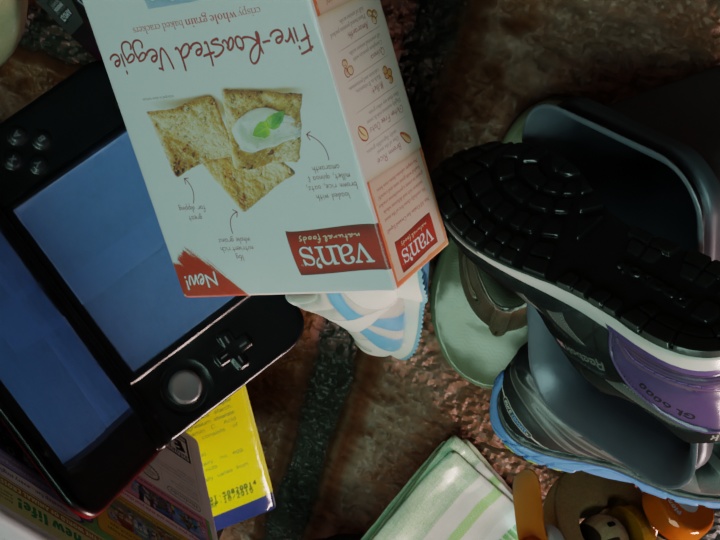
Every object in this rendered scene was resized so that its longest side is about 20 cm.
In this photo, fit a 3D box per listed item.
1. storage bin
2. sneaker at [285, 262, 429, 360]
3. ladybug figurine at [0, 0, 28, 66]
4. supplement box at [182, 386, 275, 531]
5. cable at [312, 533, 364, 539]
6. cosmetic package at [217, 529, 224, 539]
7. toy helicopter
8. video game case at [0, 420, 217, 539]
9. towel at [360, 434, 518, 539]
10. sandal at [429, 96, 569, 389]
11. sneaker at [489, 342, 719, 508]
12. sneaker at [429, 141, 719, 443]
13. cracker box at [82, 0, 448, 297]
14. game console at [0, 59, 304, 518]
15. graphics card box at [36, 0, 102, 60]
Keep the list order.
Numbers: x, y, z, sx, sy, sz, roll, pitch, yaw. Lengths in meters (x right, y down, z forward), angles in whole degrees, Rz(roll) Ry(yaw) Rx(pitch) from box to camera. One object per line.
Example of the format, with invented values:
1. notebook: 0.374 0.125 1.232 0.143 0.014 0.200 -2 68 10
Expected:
1. storage bin: 0.172 -0.012 0.861 0.145 0.134 0.201 33 138 44
2. sneaker: 0.000 0.000 0.925 0.080 0.077 0.200 5 163 2
3. ladybug figurine: -0.274 -0.195 0.932 0.200 0.072 0.136 38 127 -10
4. supplement box: -0.137 0.064 1.015 0.108 0.110 0.201 -19 122 -12
5. cable: 0.048 0.262 1.149 0.199 0.051 0.164 3 122 16
6. cosmetic package: -0.200 0.163 1.136 0.199 0.104 0.087 31 127 -5
7. toy helicopter: 0.148 0.200 0.978 0.132 0.201 0.079 23 130 -19
8. video game case: -0.149 0.106 0.858 0.022 0.182 0.200 -41 124 14
9. towel: 0.085 0.227 1.066 0.200 0.153 0.023 43 167 -13
10. sandal: 0.086 -0.010 0.944 0.079 0.057 0.202 20 127 6
11. sneaker: 0.177 0.085 0.955 0.198 0.071 0.083 10 136 2
12. sneaker: 0.104 0.015 0.784 0.200 0.076 0.088 40 150 38
13. cracker box: -0.050 -0.088 0.765 0.133 0.058 0.201 -3 115 36
14. game console: -0.140 0.001 0.858 0.200 0.172 0.119 54 167 -4
15. graphics card box: -0.080 -0.115 0.904 0.200 0.051 0.125 45 155 -13
